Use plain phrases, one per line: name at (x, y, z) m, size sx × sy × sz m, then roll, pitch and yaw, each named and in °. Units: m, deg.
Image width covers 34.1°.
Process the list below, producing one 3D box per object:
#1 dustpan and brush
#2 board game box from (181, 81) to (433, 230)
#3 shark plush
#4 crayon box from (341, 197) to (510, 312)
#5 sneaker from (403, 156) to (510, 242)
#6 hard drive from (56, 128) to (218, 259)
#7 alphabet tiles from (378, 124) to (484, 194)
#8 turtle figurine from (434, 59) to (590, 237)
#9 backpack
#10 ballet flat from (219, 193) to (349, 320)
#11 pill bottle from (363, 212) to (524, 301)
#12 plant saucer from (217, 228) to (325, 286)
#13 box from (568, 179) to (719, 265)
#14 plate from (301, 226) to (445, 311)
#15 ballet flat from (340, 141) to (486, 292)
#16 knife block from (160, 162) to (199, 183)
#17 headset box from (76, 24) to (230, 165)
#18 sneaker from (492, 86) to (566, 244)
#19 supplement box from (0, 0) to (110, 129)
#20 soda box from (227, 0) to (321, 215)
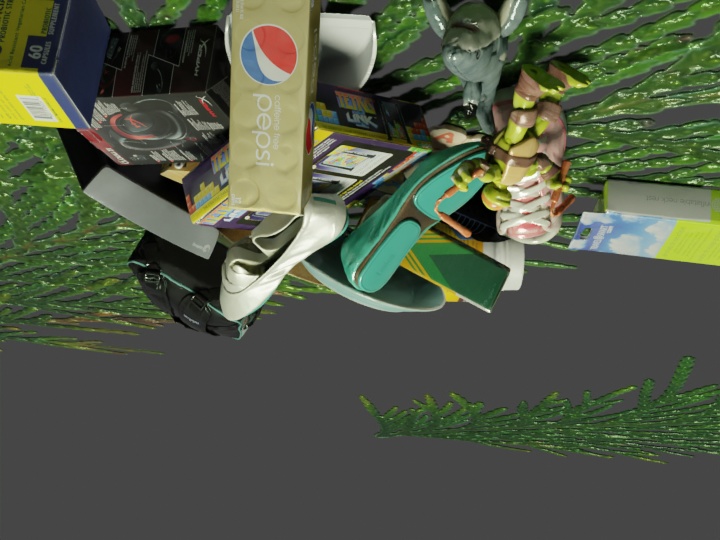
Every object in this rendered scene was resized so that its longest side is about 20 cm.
dustpan and brush at (-0.055, -0.176, 1.127) m, size 0.137 × 0.058 × 0.200 m, roll 2°, pitch 166°, yaw 0°
board game box at (-0.054, -0.106, 1.166) m, size 0.164 × 0.057 × 0.199 m, roll 6°, pitch 152°, yaw -45°
shark plush at (0.092, -0.176, 1.045) m, size 0.089 × 0.085 × 0.200 m, roll 7°, pitch 161°, yaw 2°
crayon box at (0.066, -0.025, 1.280) m, size 0.198 × 0.052 × 0.126 m, roll 27°, pitch -175°, yaw 6°
sneaker at (0.118, -0.078, 1.293) m, size 0.077 × 0.071 × 0.199 m, roll 2°, pitch 169°, yaw 30°
hard drive at (-0.248, -0.099, 1.337) m, size 0.042 × 0.136 × 0.199 m, roll -43°, pitch 140°, yaw 14°
alphabet tiles at (0.101, -0.110, 1.333) m, size 0.197 × 0.015 × 0.195 m, roll 14°, pitch 159°, yaw -18°
turtle figurine at (0.155, -0.117, 1.105) m, size 0.198 × 0.065 × 0.163 m, roll -4°, pitch 130°, yaw -39°
backpack at (-0.199, 0.002, 1.521) m, size 0.174 × 0.155 × 0.200 m, roll 25°, pitch 159°, yaw 4°
ballet flat at (-0.097, -0.021, 1.197) m, size 0.069 × 0.070 × 0.199 m, roll 23°, pitch 132°, yaw -38°
pill bottle at (0.097, -0.017, 1.436) m, size 0.197 × 0.111 × 0.109 m, roll 1°, pitch 161°, yaw -3°
plant saucer at (-0.086, -0.043, 1.434) m, size 0.198 × 0.036 × 0.200 m, roll 25°, pitch -165°, yaw -7°
box at (0.347, -0.054, 1.351) m, size 0.197 × 0.048 × 0.122 m, roll 6°, pitch 160°, yaw 3°
plate at (0.000, 0.000, 1.286) m, size 0.198 × 0.026 × 0.201 m, roll 24°, pitch -162°, yaw -8°
ballet flat at (0.050, -0.069, 1.185) m, size 0.200 × 0.071 × 0.067 m, roll -46°, pitch 139°, yaw 9°
knife block at (-0.116, -0.102, 1.356) m, size 0.197 × 0.065 × 0.176 m, roll 4°, pitch 159°, yaw 5°
headset box at (-0.206, -0.171, 1.179) m, size 0.197 × 0.076 × 0.149 m, roll 0°, pitch 159°, yaw 20°
sneaker at (0.173, -0.096, 1.200) m, size 0.074 × 0.106 × 0.201 m, roll 1°, pitch 154°, yaw 15°
supplement box at (-0.346, -0.207, 1.075) m, size 0.197 × 0.110 × 0.110 m, roll 4°, pitch 161°, yaw 7°
soda box at (-0.073, -0.153, 1.001) m, size 0.067 × 0.203 × 0.064 m, roll 5°, pitch -162°, yaw 5°
